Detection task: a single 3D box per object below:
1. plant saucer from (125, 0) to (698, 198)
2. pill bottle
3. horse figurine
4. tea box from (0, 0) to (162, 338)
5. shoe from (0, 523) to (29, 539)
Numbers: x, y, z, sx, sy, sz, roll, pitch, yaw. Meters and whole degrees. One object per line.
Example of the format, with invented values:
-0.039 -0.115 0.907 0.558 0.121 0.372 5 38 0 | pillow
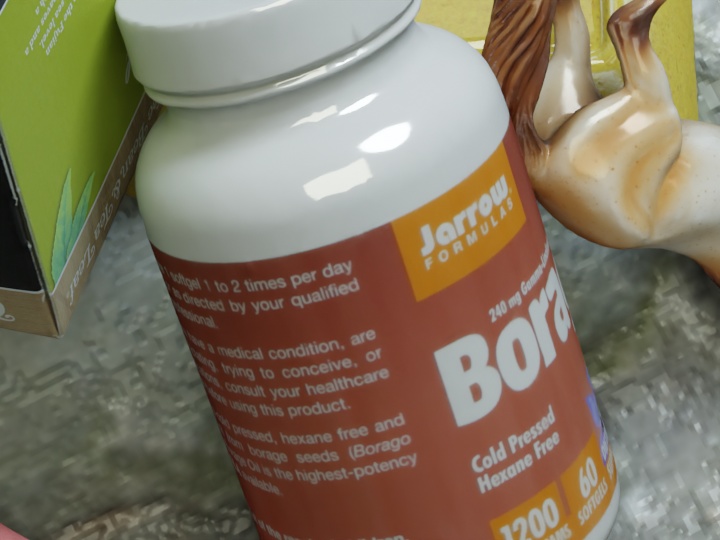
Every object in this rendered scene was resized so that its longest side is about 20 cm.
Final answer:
0.012 -0.127 0.852 0.199 0.048 0.201 -2 83 -2 | plant saucer
0.000 0.000 0.762 0.112 0.112 0.201 -21 114 -5 | pill bottle
0.107 -0.045 0.813 0.199 0.050 0.133 16 97 -29 | horse figurine
-0.169 -0.103 0.731 0.199 0.197 0.134 11 53 13 | tea box
-0.072 0.115 0.807 0.091 0.071 0.200 -39 91 -8 | shoe
